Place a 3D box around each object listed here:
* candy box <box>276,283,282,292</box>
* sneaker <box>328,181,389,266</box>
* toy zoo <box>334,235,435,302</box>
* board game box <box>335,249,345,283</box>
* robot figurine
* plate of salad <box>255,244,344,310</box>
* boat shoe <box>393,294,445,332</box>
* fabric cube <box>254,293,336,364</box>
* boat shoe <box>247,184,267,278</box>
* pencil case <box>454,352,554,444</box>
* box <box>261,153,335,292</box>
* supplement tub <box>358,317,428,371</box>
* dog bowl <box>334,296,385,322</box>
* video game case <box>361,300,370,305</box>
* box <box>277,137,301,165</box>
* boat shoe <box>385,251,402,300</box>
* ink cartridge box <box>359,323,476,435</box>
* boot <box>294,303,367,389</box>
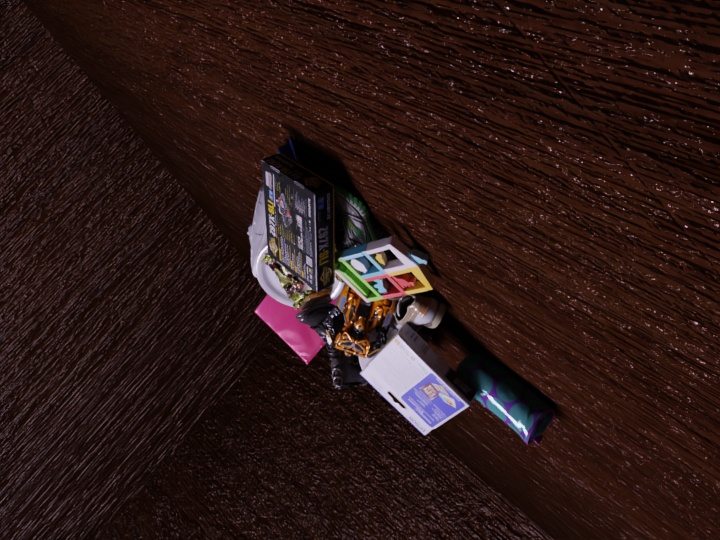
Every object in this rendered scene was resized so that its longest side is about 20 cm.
[{"bbox_3d":[-0.177,-0.057,1.541,0.054,0.117,0.203,4,-137,-31],"label":"candy box"},{"bbox_3d":[-0.021,-0.079,1.222,0.201,0.085,0.078,52,166,-31],"label":"sneaker"},{"bbox_3d":[0.044,-0.001,1.206,0.196,0.021,0.131,-13,134,43],"label":"toy zoo"},{"bbox_3d":[-0.069,-0.080,1.319,0.105,0.023,0.206,-143,35,-77],"label":"board game box"},{"bbox_3d":[0.003,0.093,1.410,0.141,0.205,0.058,18,-163,-5],"label":"robot figurine"},{"bbox_3d":[-0.129,0.014,1.427,0.201,0.196,0.049,50,-150,-31],"label":"plate of salad"},{"bbox_3d":[0.104,0.081,1.365,0.067,0.076,0.200,28,161,-11],"label":"boat shoe"},{"bbox_3d":[-0.134,0.093,1.824,0.199,0.201,0.196,42,-168,1],"label":"fabric cube"},{"bbox_3d":[-0.209,-0.085,1.448,0.067,0.071,0.205,26,118,25],"label":"boat shoe"},{"bbox_3d":[0.279,0.248,1.323,0.199,0.084,0.094,38,145,33],"label":"pencil case"},{"bbox_3d":[-0.111,-0.085,1.211,0.158,0.049,0.205,35,136,39],"label":"box"},{"bbox_3d":[0.077,0.186,1.546,0.144,0.146,0.200,40,-171,12],"label":"supplement tub"},{"bbox_3d":[0.008,0.139,1.686,0.057,0.204,0.201,-13,134,29],"label":"dog bowl"},{"bbox_3d":[-0.079,0.001,1.607,0.197,0.024,0.182,24,-164,-37],"label":"video game case"},{"bbox_3d":[-0.125,-0.163,1.311,0.200,0.032,0.124,107,142,-75],"label":"box"},{"bbox_3d":[0.024,-0.025,1.338,0.202,0.071,0.076,52,-177,12],"label":"boat shoe"},{"bbox_3d":[0.114,0.229,1.385,0.197,0.047,0.201,43,145,3],"label":"ink cartridge box"},{"bbox_3d":[-0.057,0.172,1.488,0.068,0.180,0.197,-24,155,36],"label":"boot"}]
